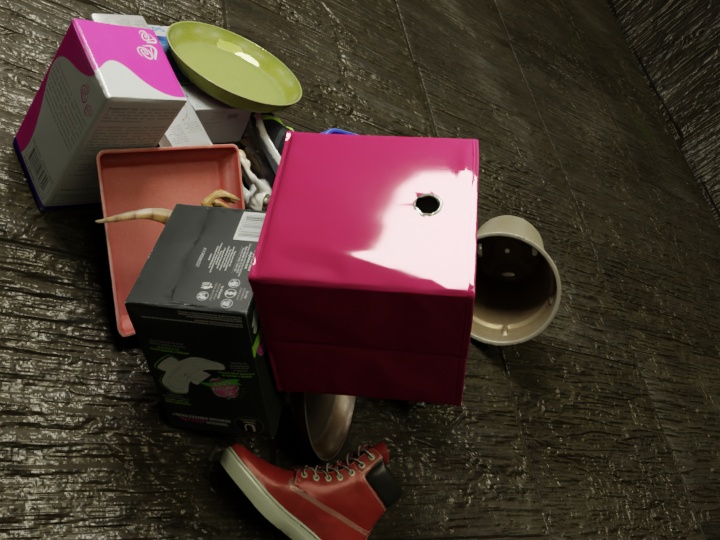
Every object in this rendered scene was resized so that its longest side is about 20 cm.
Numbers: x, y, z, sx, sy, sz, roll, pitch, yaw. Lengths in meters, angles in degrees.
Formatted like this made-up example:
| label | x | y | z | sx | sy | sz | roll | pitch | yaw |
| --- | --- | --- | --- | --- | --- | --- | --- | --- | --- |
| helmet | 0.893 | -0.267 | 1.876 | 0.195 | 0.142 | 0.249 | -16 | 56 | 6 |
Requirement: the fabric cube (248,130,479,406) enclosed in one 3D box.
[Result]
| label | x | y | z | sx | sy | sz | roll | pitch | yaw |
| --- | --- | --- | --- | --- | --- | --- | --- | --- | --- |
| fabric cube | 0.014 | -0.003 | 0.719 | 0.195 | 0.202 | 0.199 | 4 | 52 | 7 |

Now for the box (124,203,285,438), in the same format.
| label | x | y | z | sx | sy | sz | roll | pitch | yaw |
| --- | --- | --- | --- | --- | --- | --- | --- | --- | --- |
| box | -0.144 | 0.056 | 0.754 | 0.122 | 0.202 | 0.150 | 5 | 44 | 8 |

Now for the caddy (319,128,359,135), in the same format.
| label | x | y | z | sx | sy | sz | roll | pitch | yaw |
| --- | --- | --- | --- | --- | --- | --- | --- | --- | --- |
| caddy | -0.046 | -0.135 | 1.091 | 0.199 | 0.104 | 0.144 | -1 | 76 | -59 |

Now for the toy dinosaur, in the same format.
| label | x | y | z | sx | sy | sz | roll | pitch | yaw |
| --- | --- | --- | --- | --- | --- | --- | --- | --- | --- |
| toy dinosaur | -0.187 | -0.044 | 0.811 | 0.200 | 0.060 | 0.108 | 44 | 61 | -42 |

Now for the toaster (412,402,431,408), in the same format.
| label | x | y | z | sx | sy | sz | roll | pitch | yaw |
| --- | --- | --- | --- | --- | --- | --- | --- | --- | --- |
| toaster | 0.081 | 0.084 | 1.001 | 0.128 | 0.112 | 0.204 | 30 | 65 | -42 |

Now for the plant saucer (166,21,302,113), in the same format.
| label | x | y | z | sx | sy | sz | roll | pitch | yaw |
| --- | --- | --- | --- | --- | --- | --- | --- | --- | --- |
| plant saucer | -0.175 | -0.275 | 0.978 | 0.197 | 0.031 | 0.201 | 24 | 31 | -15 |

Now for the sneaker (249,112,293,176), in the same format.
| label | x | y | z | sx | sy | sz | roll | pitch | yaw |
| --- | --- | --- | --- | --- | --- | --- | --- | --- | --- |
| sneaker | -0.087 | -0.158 | 0.983 | 0.202 | 0.082 | 0.072 | 63 | -4 | 19 |

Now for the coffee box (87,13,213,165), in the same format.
| label | x | y | z | sx | sy | sz | roll | pitch | yaw |
| --- | --- | --- | --- | --- | --- | --- | --- | --- | --- |
| coffee box | -0.286 | -0.205 | 0.900 | 0.079 | 0.114 | 0.202 | -19 | 75 | -49 |

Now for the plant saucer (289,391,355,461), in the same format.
| label | x | y | z | sx | sy | sz | roll | pitch | yaw |
| --- | --- | --- | --- | --- | --- | --- | --- | --- | --- |
| plant saucer | -0.045 | 0.129 | 0.876 | 0.200 | 0.031 | 0.205 | 2 | 90 | -74 |

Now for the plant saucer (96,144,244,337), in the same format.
| label | x | y | z | sx | sy | sz | roll | pitch | yaw |
| --- | --- | --- | --- | --- | --- | --- | --- | --- | --- |
| plant saucer | -0.221 | -0.043 | 0.843 | 0.198 | 0.036 | 0.205 | -15 | 103 | -49 |

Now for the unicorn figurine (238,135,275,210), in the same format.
| label | x | y | z | sx | sy | sz | roll | pitch | yaw |
| --- | --- | --- | --- | --- | --- | --- | --- | --- | --- |
| unicorn figurine | -0.144 | -0.104 | 0.988 | 0.138 | 0.073 | 0.201 | 55 | 29 | -21 |

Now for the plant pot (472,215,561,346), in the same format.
| label | x | y | z | sx | sy | sz | roll | pitch | yaw |
| --- | --- | --- | --- | --- | --- | --- | --- | --- | --- |
| plant pot | 0.251 | -0.003 | 1.238 | 0.201 | 0.200 | 0.184 | 46 | 28 | -6 |

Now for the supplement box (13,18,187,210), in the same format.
| label | x | y | z | sx | sy | sz | roll | pitch | yaw |
| --- | --- | --- | --- | --- | --- | --- | --- | --- | --- |
| supplement box | -0.295 | -0.167 | 0.792 | 0.102 | 0.199 | 0.102 | -13 | 70 | -48 |

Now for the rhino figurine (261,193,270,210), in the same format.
| label | x | y | z | sx | sy | sz | roll | pitch | yaw |
| --- | --- | --- | --- | --- | --- | --- | --- | --- | --- |
| rhino figurine | -0.095 | 0.010 | 0.911 | 0.086 | 0.060 | 0.204 | 9 | 91 | 3 |

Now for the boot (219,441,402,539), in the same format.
| label | x | y | z | sx | sy | sz | roll | pitch | yaw |
| --- | --- | --- | --- | --- | --- | --- | --- | --- | --- |
| boot | -0.048 | 0.224 | 0.790 | 0.200 | 0.072 | 0.145 | 44 | 79 | -18 |

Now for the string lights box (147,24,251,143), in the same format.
| label | x | y | z | sx | sy | sz | roll | pitch | yaw |
| --- | --- | --- | --- | --- | --- | --- | --- | --- | --- |
| string lights box | -0.249 | -0.261 | 0.978 | 0.102 | 0.059 | 0.200 | -15 | 56 | -49 |
